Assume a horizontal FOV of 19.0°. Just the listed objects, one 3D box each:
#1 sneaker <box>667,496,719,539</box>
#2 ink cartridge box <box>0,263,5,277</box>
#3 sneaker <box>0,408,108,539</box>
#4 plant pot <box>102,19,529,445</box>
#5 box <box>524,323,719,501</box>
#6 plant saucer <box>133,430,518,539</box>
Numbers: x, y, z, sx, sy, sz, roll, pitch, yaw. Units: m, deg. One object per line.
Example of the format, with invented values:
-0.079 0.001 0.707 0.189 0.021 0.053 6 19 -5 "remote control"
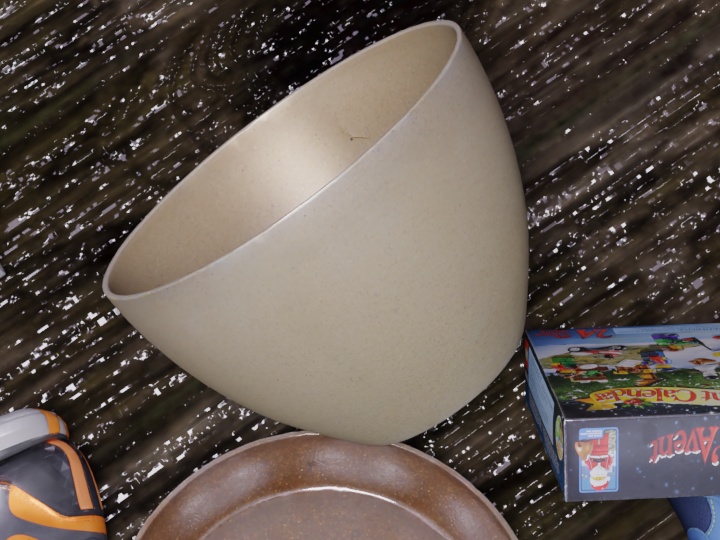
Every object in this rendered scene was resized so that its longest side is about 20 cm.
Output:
0.176 0.164 0.961 0.082 0.074 0.201 -28 70 -1 "sneaker"
-0.301 -0.021 1.026 0.199 0.146 0.147 -34 71 -6 "ink cartridge box"
-0.209 0.152 0.996 0.199 0.078 0.113 -26 70 -4 "sneaker"
0.000 0.000 0.987 0.200 0.200 0.135 -39 107 -8 "plant pot"
0.178 0.058 0.952 0.198 0.137 0.038 -2 104 -3 "box"
-0.016 0.171 0.980 0.198 0.035 0.202 1 61 -2 "plant saucer"
